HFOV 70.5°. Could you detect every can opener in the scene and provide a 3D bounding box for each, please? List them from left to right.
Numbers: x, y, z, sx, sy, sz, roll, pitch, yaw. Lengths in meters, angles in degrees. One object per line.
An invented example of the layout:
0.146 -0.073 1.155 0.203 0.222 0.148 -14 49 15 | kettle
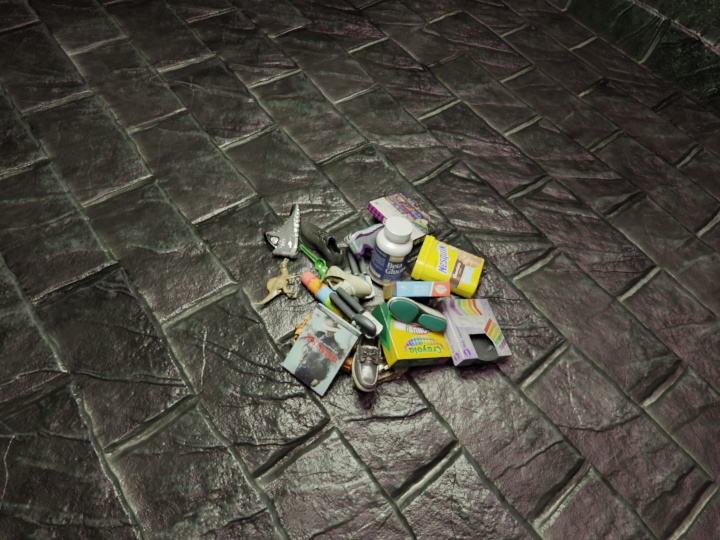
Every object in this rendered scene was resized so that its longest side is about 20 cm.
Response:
-0.016 0.106 1.377 0.053 0.067 0.200 -35 53 -18 | can opener
0.000 0.000 1.570 0.052 0.067 0.202 -7 53 -14 | can opener

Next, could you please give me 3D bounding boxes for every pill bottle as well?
0.094 -0.059 1.527 0.110 0.201 0.112 7 44 -7 | pill bottle

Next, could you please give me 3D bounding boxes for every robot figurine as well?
-0.096 0.194 1.425 0.198 0.058 0.146 26 54 9 | robot figurine

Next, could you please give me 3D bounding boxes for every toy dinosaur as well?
-0.237 0.053 1.512 0.100 0.059 0.201 11 47 17 | toy dinosaur

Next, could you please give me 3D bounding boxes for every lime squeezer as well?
-0.126 -0.013 1.546 0.038 0.071 0.201 -38 42 6 | lime squeezer

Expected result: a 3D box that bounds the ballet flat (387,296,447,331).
0.152 0.113 1.412 0.198 0.069 0.070 23 52 -23 | ballet flat

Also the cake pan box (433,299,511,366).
0.324 0.179 1.475 0.182 0.052 0.202 1 55 -27 | cake pan box

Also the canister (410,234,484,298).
0.275 -0.011 1.602 0.198 0.087 0.149 22 56 5 | canister

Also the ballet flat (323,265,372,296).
-0.045 0.043 1.492 0.069 0.070 0.199 -31 31 -25 | ballet flat

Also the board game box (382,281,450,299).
0.156 0.060 1.471 0.151 0.200 0.041 0 84 -8 | board game box

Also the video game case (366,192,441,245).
0.146 -0.172 1.686 0.200 0.036 0.180 45 42 20 | video game case

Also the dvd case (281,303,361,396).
-0.105 0.211 1.364 0.145 0.022 0.201 34 96 14 | dvd case

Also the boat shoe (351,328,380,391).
0.020 0.220 1.347 0.071 0.065 0.201 11 47 -6 | boat shoe

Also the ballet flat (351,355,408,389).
0.067 0.269 1.397 0.198 0.064 0.076 -23 68 -22 | ballet flat

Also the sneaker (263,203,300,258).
-0.248 -0.133 1.613 0.114 0.075 0.202 2 57 -4 | sneaker

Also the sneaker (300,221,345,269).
-0.114 -0.093 1.595 0.076 0.091 0.200 -36 67 -26 | sneaker

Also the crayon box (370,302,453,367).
0.145 0.179 1.432 0.198 0.058 0.174 3 52 -33 | crayon box

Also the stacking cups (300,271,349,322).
-0.102 0.072 1.493 0.060 0.061 0.200 -35 61 -27 | stacking cups

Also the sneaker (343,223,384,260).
0.028 -0.088 1.617 0.199 0.074 0.088 -23 84 -48 | sneaker
